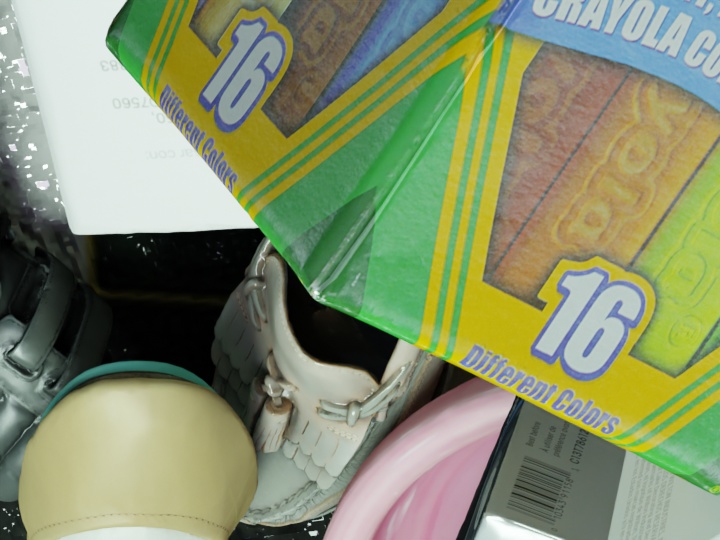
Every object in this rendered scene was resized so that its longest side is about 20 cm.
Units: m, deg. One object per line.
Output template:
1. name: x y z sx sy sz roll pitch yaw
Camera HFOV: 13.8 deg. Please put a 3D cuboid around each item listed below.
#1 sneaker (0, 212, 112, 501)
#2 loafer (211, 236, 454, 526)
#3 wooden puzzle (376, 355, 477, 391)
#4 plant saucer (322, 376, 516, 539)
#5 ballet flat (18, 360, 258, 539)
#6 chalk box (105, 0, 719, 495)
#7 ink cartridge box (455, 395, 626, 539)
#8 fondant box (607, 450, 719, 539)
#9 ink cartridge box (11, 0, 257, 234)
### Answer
1. sneaker: -0.111 -0.011 0.849 0.099 0.071 0.200 16 132 -4
2. loafer: 0.000 0.000 0.828 0.072 0.063 0.200 44 124 15
3. wooden puzzle: 0.129 0.035 0.853 0.200 0.046 0.185 32 123 -14
4. plant saucer: 0.087 0.100 0.851 0.200 0.051 0.201 7 124 11
5. ballet flat: -0.067 0.090 0.866 0.068 0.063 0.200 1 156 -8
6. chalk box: 0.065 -0.081 0.602 0.124 0.124 0.200 25 105 -35
7. ink cartridge box: 0.028 0.113 0.783 0.039 0.100 0.200 20 124 2
8. fondant box: 0.140 -0.009 0.619 0.058 0.145 0.200 30 142 -18
9. ink cartridge box: -0.039 -0.128 0.704 0.084 0.146 0.201 -3 124 10
